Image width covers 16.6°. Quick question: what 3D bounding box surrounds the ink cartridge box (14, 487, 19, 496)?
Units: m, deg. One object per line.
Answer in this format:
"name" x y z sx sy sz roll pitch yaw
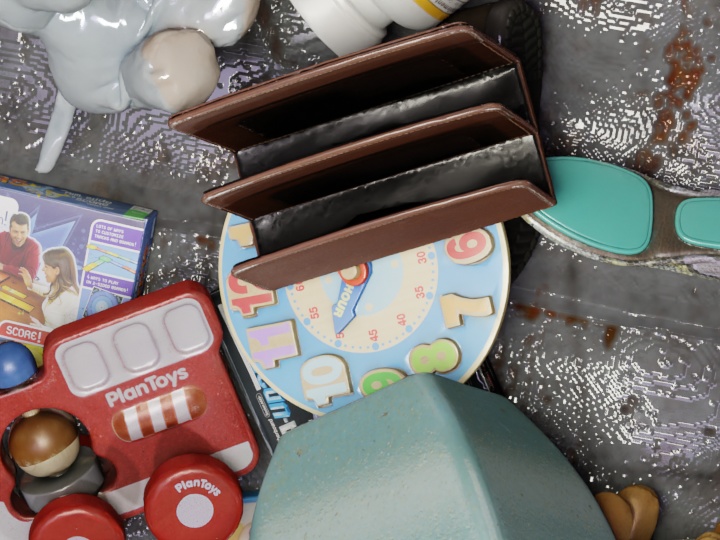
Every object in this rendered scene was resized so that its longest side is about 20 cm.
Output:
"ink cartridge box" -0.331 0.211 1.738 0.199 0.085 0.146 -18 98 15

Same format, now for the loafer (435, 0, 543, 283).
"loafer" 0.078 -0.081 1.627 0.071 0.073 0.201 11 103 33

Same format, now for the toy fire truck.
"toy fire truck" -0.171 0.106 1.650 0.199 0.112 0.168 -19 113 3

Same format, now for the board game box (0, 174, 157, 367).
"board game box" -0.250 0.004 1.707 0.199 0.034 0.136 14 104 5

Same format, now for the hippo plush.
"hippo plush" -0.175 -0.188 1.577 0.161 0.160 0.200 40 146 -29

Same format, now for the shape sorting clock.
"shape sorting clock" 0.000 0.000 1.605 0.199 0.039 0.201 2 94 22

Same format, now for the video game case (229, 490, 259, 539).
"video game case" -0.061 0.253 1.737 0.142 0.018 0.201 -6 101 10

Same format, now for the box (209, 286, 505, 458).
"box" 0.005 0.074 1.664 0.159 0.046 0.201 -25 90 13

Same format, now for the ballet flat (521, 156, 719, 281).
"ballet flat" 0.191 -0.025 1.611 0.199 0.072 0.072 10 103 -1

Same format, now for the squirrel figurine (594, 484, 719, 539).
"squirrel figurine" 0.156 0.241 1.642 0.186 0.142 0.201 4 100 15

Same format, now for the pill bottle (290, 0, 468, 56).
"pill bottle" 0.046 -0.225 1.572 0.200 0.113 0.113 -38 94 14

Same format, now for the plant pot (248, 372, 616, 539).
"plant pot" 0.043 0.180 1.539 0.195 0.196 0.201 -26 66 25

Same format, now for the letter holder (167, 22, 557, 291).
"letter holder" 0.000 -0.069 1.516 0.199 0.142 0.101 -17 78 16
